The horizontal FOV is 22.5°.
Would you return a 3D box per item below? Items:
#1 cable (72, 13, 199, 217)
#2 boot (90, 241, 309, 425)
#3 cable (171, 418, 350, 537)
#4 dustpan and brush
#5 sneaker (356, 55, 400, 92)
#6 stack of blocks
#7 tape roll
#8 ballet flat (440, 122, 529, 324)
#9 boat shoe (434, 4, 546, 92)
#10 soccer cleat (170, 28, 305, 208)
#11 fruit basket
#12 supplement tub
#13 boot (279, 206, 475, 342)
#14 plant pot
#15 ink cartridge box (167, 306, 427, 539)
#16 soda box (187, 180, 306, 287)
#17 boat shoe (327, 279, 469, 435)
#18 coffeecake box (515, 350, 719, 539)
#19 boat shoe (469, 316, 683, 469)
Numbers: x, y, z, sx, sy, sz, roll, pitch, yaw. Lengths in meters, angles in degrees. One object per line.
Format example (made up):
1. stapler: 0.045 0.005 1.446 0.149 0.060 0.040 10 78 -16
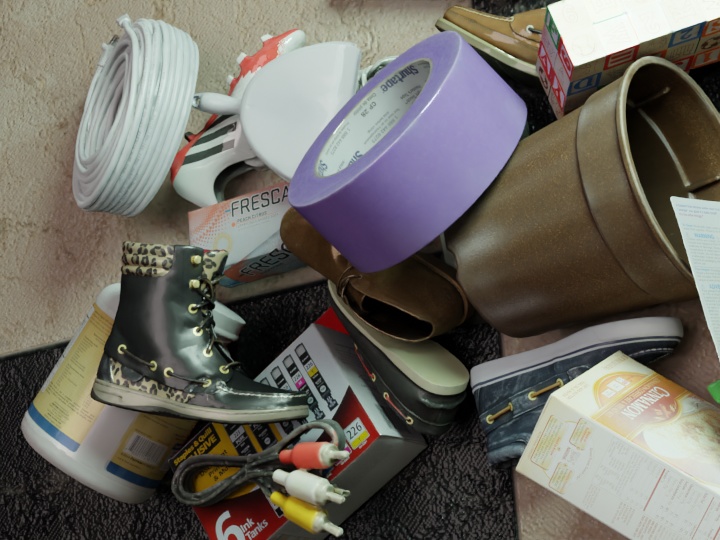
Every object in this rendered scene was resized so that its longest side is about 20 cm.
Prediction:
1. cable: -0.223 -0.149 1.782 0.200 0.069 0.200 -70 22 3
2. boot: -0.136 0.056 1.592 0.200 0.073 0.151 6 88 20
3. cable: -0.087 0.170 1.572 0.200 0.050 0.097 4 85 32
4. dustpan and brush: -0.085 -0.149 1.685 0.200 0.057 0.140 10 93 25
5. sneaker: 0.019 -0.164 1.667 0.200 0.081 0.075 -9 75 39
6. stack of blocks: 0.249 -0.196 1.482 0.200 0.115 0.059 -19 71 -6
7. tape roll: 0.038 -0.099 1.511 0.200 0.085 0.200 -40 20 18
8. ballet flat: 0.101 -0.055 1.597 0.068 0.068 0.200 2 80 32
9. boat shoe: 0.161 -0.197 1.599 0.200 0.072 0.068 29 91 25
10. soccer cleat: -0.106 -0.144 1.762 0.085 0.069 0.200 41 97 14
11. fruit basket: 0.320 0.042 1.371 0.094 0.185 0.200 -43 55 44
12. supplement tub: -0.212 0.102 1.711 0.145 0.145 0.200 33 91 34
13. boot: 0.000 0.000 1.594 0.200 0.075 0.074 27 128 25
14. plant pot: 0.188 -0.044 1.475 0.198 0.200 0.201 -23 66 36
15. ink cartridge box: -0.069 0.150 1.649 0.200 0.084 0.176 -44 58 17
16. soda box: -0.066 -0.042 1.707 0.200 0.064 0.069 -16 70 30
17. boat shoe: 0.024 0.068 1.613 0.201 0.074 0.063 49 134 42
18. coffeecake box: 0.242 0.154 1.368 0.200 0.153 0.073 30 112 19
19. boat shoe: 0.185 0.103 1.508 0.200 0.071 0.091 -21 70 34
